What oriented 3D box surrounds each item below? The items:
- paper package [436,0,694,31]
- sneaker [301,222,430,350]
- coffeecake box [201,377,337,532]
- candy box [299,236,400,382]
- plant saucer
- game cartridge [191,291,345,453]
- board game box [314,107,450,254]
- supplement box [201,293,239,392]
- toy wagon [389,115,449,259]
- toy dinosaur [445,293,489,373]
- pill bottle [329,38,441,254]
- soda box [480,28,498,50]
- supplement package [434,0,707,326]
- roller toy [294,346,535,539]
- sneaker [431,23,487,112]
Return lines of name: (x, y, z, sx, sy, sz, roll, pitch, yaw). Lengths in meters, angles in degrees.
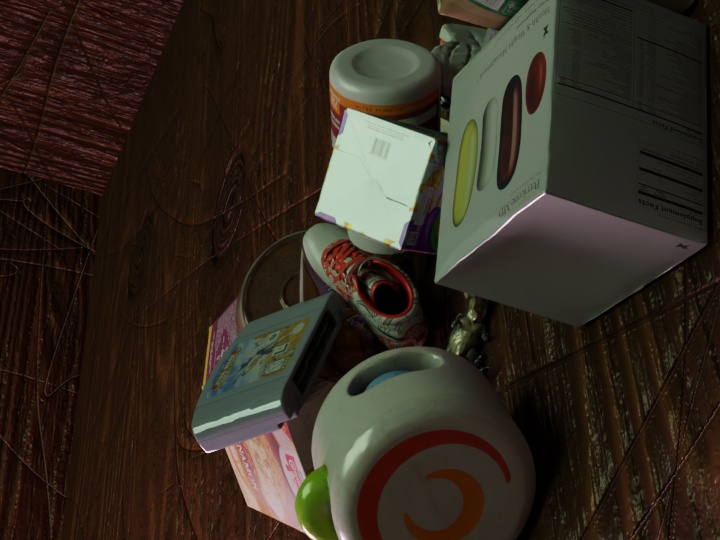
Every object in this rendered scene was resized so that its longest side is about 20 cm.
paper package: (0.169, -0.288, 1.229, 0.104, 0.198, 0.192, 125, 152, -46)
sneaker: (0.001, 0.000, 1.527, 0.202, 0.067, 0.108, 50, 170, 26)
coffeecake box: (-0.075, 0.189, 1.526, 0.199, 0.073, 0.155, 7, 119, 60)
candy box: (-0.010, 0.055, 1.601, 0.057, 0.115, 0.202, 99, 172, -50)
plant saucer: (-0.066, 0.031, 1.716, 0.035, 0.198, 0.203, 50, -138, -58)
game cartridge: (-0.097, 0.102, 1.471, 0.132, 0.042, 0.201, -17, 26, 26)
board game box: (0.065, -0.076, 1.336, 0.104, 0.199, 0.104, 23, 100, 33)
supplement box: (-0.113, 0.098, 1.859, 0.200, 0.129, 0.104, 135, 144, -57)
toy wagon: (0.045, -0.092, 1.594, 0.199, 0.039, 0.157, -33, 58, 44)
toy dinosaur: (0.091, 0.098, 1.404, 0.088, 0.047, 0.202, -84, 14, -69)
pill bottle: (0.026, -0.122, 1.454, 0.114, 0.111, 0.202, -103, 9, -54)
soda box: (0.162, -0.224, 1.396, 0.063, 0.069, 0.202, -143, 69, -68)
supplement package: (0.169, -0.093, 1.162, 0.191, 0.145, 0.202, 137, 144, -57)
roller toy: (0.053, 0.168, 1.249, 0.184, 0.198, 0.140, -59, 21, 13)
sneaker: (0.110, -0.200, 1.521, 0.200, 0.076, 0.083, -69, -10, -65)
